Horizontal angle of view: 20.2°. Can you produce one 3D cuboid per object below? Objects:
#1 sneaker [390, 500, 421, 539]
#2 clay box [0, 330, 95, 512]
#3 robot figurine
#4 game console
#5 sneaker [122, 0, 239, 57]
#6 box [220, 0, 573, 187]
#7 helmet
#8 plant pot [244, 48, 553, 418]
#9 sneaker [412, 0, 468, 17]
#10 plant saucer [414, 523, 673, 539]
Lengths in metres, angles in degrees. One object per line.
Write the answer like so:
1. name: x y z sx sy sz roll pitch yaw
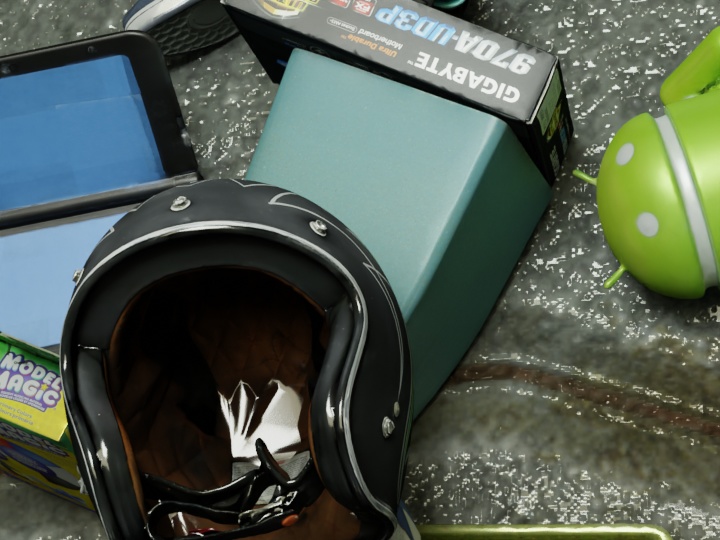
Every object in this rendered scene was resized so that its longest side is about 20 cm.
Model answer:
1. sneaker: -0.012 0.199 1.086 0.075 0.088 0.200 1 65 16
2. clay box: -0.187 0.086 1.170 0.115 0.200 0.048 19 72 21
3. robot figurine: 0.229 -0.052 1.181 0.200 0.116 0.176 -16 65 6
4. game console: -0.205 -0.034 1.277 0.200 0.116 0.176 -10 64 9
5. sneaker: -0.102 -0.242 1.362 0.202 0.077 0.146 -34 74 -14
6. box: 0.027 -0.122 1.221 0.200 0.159 0.046 22 83 12
7. helmet: -0.063 0.052 1.047 0.200 0.200 0.191 -12 68 8
8. plant pot: 0.000 0.000 1.206 0.141 0.141 0.200 22 83 22
9. sneaker: 0.040 -0.182 1.256 0.079 0.200 0.075 34 107 14
10. plant saucer: 0.075 0.243 1.120 0.200 0.048 0.200 -1 66 13
